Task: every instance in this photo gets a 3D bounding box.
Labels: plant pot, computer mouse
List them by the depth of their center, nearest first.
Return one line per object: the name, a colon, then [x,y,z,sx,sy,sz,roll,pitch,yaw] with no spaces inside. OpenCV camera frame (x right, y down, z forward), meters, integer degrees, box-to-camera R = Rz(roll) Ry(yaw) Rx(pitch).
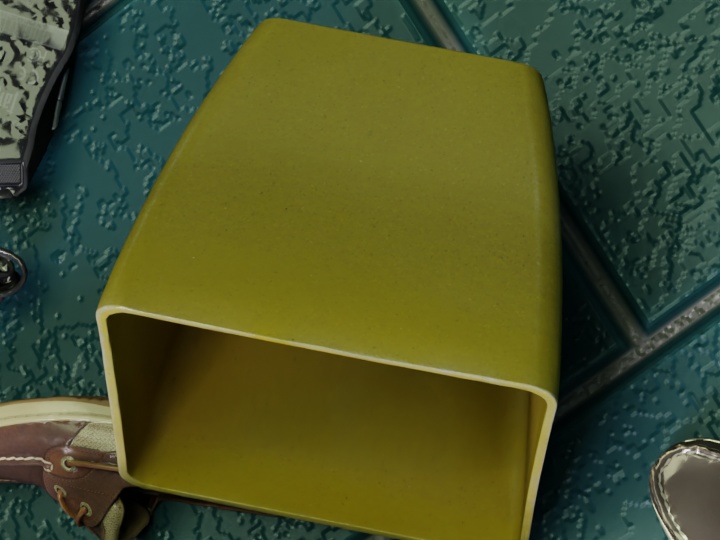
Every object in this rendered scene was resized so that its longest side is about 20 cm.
plant pot: [0.000,0.000,1.292,0.199,0.200,0.177,11,64,4]
computer mouse: [-0.225,-0.086,1.484,0.139,0.046,0.201,11,84,3]

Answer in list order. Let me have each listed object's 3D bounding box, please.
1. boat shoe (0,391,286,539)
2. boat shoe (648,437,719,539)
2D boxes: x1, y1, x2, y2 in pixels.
boat shoe: [-0.126,0.103,1.407,0.199,0.072,0.072,-3,77,16]
boat shoe: [0.202,0.145,1.262,0.072,0.059,0.200,-48,66,8]
